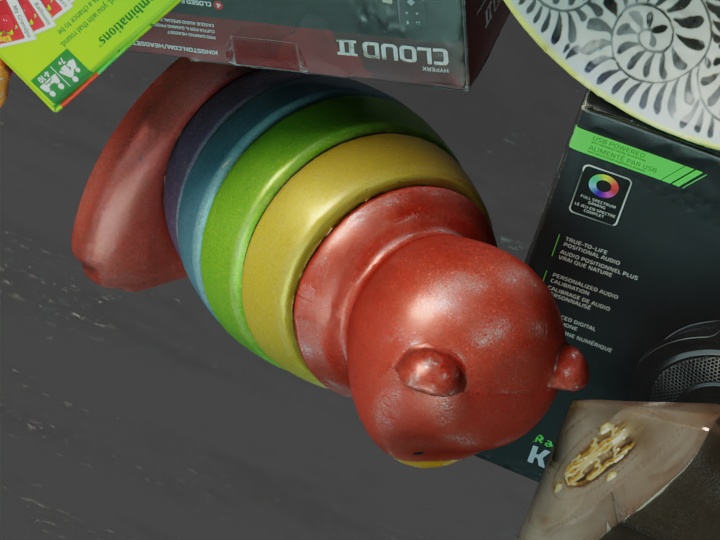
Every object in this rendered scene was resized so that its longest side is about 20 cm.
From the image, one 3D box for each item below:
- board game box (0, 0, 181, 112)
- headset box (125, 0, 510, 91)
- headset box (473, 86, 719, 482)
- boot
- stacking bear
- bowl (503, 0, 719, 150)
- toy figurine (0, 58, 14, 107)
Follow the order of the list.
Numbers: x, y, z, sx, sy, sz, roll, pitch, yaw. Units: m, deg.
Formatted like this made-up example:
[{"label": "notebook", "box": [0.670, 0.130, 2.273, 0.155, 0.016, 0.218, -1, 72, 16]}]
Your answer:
[{"label": "board game box", "box": [-0.067, -0.146, 0.869, 0.102, 0.048, 0.200, 44, 129, -13]}, {"label": "headset box", "box": [-0.026, -0.154, 0.927, 0.148, 0.077, 0.201, 7, 128, 18]}, {"label": "headset box", "box": [0.150, 0.003, 0.991, 0.174, 0.093, 0.200, 21, 135, 4]}, {"label": "boot", "box": [0.175, 0.078, 0.927, 0.200, 0.064, 0.186, 29, 128, -27]}, {"label": "stacking bear", "box": [0.000, 0.000, 0.974, 0.121, 0.200, 0.114, 5, 113, -36]}, {"label": "bowl", "box": [0.139, -0.141, 0.862, 0.200, 0.094, 0.201, 13, 135, 14]}, {"label": "toy figurine", "box": [-0.187, -0.085, 0.998, 0.199, 0.184, 0.150, 18, 135, 7]}]
